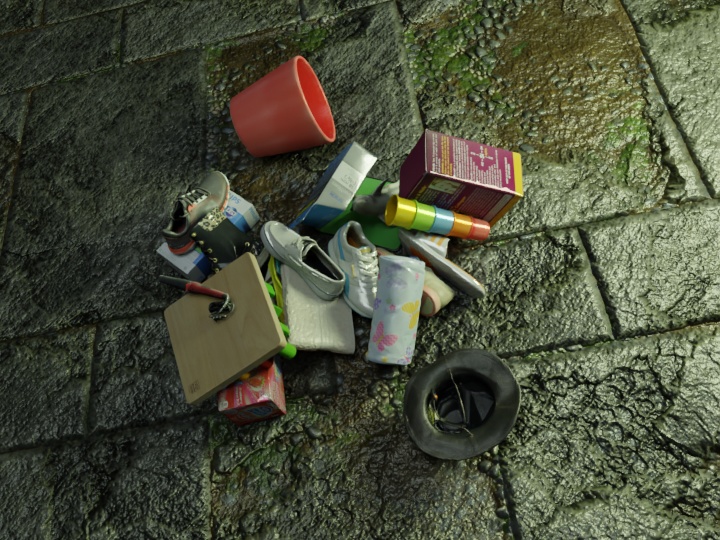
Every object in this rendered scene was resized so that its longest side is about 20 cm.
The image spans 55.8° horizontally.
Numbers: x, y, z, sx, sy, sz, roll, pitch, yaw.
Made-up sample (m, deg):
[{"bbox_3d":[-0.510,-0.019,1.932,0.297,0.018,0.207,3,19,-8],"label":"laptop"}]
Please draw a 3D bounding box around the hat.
[{"bbox_3d":[0.175,0.234,1.146,0.200,0.081,0.201,-10,57,16],"label":"hat"}]

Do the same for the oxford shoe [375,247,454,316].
[{"bbox_3d":[0.092,0.014,1.305,0.074,0.071,0.200,-25,52,-35],"label":"oxford shoe"}]

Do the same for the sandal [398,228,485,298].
[{"bbox_3d":[0.163,-0.024,1.298,0.207,0.079,0.059,37,73,18],"label":"sandal"}]

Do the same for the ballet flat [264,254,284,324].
[{"bbox_3d":[-0.155,0.030,1.345,0.067,0.067,0.200,-34,56,27],"label":"ballet flat"}]

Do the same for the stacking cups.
[{"bbox_3d":[0.145,-0.089,1.277,0.200,0.061,0.061,13,59,-21],"label":"stacking cups"}]

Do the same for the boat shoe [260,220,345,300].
[{"bbox_3d":[-0.107,-0.031,1.278,0.072,0.066,0.200,-32,72,-38],"label":"boat shoe"}]

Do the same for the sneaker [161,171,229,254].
[{"bbox_3d":[-0.336,-0.130,1.388,0.077,0.082,0.200,15,66,20],"label":"sneaker"}]

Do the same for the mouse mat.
[{"bbox_3d":[0.016,-0.126,1.422,0.200,0.008,0.161,15,65,21],"label":"mouse mat"}]

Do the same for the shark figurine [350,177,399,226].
[{"bbox_3d":[0.067,-0.140,1.386,0.214,0.128,0.090,-30,84,-25],"label":"shark figurine"}]

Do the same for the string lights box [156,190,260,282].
[{"bbox_3d":[-0.320,-0.077,1.437,0.103,0.059,0.200,33,73,26],"label":"string lights box"}]

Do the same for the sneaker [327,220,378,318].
[{"bbox_3d":[0.000,0.000,1.295,0.076,0.081,0.200,-10,62,-35],"label":"sneaker"}]

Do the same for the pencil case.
[{"bbox_3d":[0.060,0.070,1.216,0.091,0.083,0.200,7,91,40],"label":"pencil case"}]

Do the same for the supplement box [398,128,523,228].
[{"bbox_3d":[0.188,-0.169,1.292,0.200,0.131,0.103,12,61,-16],"label":"supplement box"}]

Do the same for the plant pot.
[{"bbox_3d":[-0.174,-0.344,1.487,0.177,0.200,0.201,-18,59,14],"label":"plant pot"}]

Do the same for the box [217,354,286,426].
[{"bbox_3d":[-0.204,0.171,1.253,0.100,0.095,0.200,-14,59,6],"label":"box"}]

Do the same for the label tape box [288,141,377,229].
[{"bbox_3d":[-0.062,-0.144,1.361,0.063,0.144,0.200,35,69,-12],"label":"label tape box"}]

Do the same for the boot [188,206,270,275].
[{"bbox_3d":[-0.291,-0.013,1.346,0.154,0.073,0.204,43,67,-11],"label":"boot"}]

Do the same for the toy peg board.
[{"bbox_3d":[-0.219,0.111,1.193,0.199,0.098,0.200,-34,55,12],"label":"toy peg board"}]

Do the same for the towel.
[{"bbox_3d":[-0.083,0.065,1.283,0.132,0.034,0.200,7,53,-19],"label":"towel"}]

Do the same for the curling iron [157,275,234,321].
[{"bbox_3d":[-0.296,0.039,1.193,0.200,0.026,0.050,21,76,35],"label":"curling iron"}]
